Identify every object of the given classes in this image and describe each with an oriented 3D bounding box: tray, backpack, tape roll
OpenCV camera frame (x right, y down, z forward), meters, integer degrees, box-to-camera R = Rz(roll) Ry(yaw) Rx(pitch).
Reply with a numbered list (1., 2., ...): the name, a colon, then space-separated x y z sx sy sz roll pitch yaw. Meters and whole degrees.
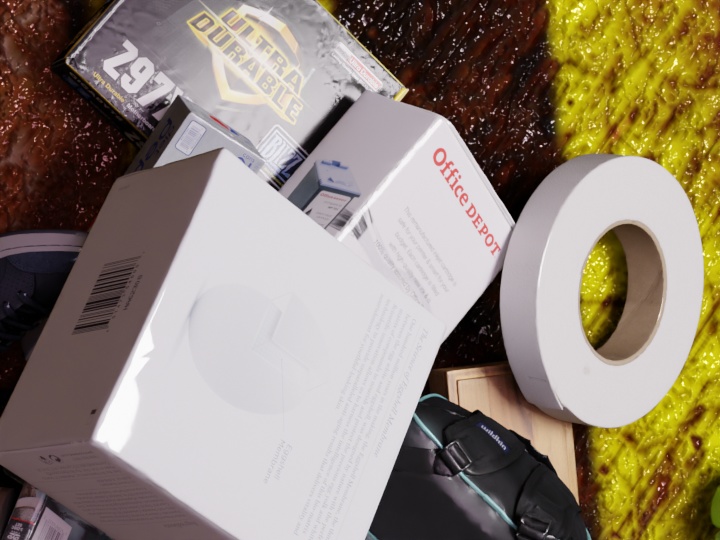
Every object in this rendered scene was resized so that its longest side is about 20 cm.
1. tray: 0.110 0.168 1.618 0.099 0.037 0.200 -6 90 -22
2. backpack: 0.064 0.173 1.489 0.176 0.200 0.153 40 105 6
3. tape roll: 0.178 0.015 1.607 0.203 0.037 0.203 -9 103 -45

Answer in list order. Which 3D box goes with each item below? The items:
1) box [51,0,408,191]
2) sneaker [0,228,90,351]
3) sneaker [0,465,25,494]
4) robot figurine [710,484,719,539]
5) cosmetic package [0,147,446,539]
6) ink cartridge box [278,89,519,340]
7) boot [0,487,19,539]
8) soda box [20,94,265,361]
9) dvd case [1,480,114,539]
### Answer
1. box: -0.090 -0.134 1.535 0.200 0.049 0.160 44 76 -16
2. sneaker: -0.238 0.058 1.395 0.202 0.077 0.146 -13 67 19
3. sneaker: -0.198 0.144 1.453 0.200 0.085 0.075 -18 88 -16
4. robot figurine: 0.332 0.224 1.665 0.175 0.116 0.200 -15 94 -10
5. cosmetic package: -0.082 0.070 1.320 0.200 0.123 0.200 38 60 -29
6. ink cartridge box: 0.000 0.000 1.522 0.200 0.086 0.146 -51 134 -17
7. boot: -0.255 0.198 1.391 0.075 0.200 0.074 17 50 -3
8. soda box: -0.147 -0.015 1.469 0.063 0.068 0.200 32 96 -18
9. dvd case: -0.153 0.105 1.400 0.200 0.022 0.146 -71 155 -18
